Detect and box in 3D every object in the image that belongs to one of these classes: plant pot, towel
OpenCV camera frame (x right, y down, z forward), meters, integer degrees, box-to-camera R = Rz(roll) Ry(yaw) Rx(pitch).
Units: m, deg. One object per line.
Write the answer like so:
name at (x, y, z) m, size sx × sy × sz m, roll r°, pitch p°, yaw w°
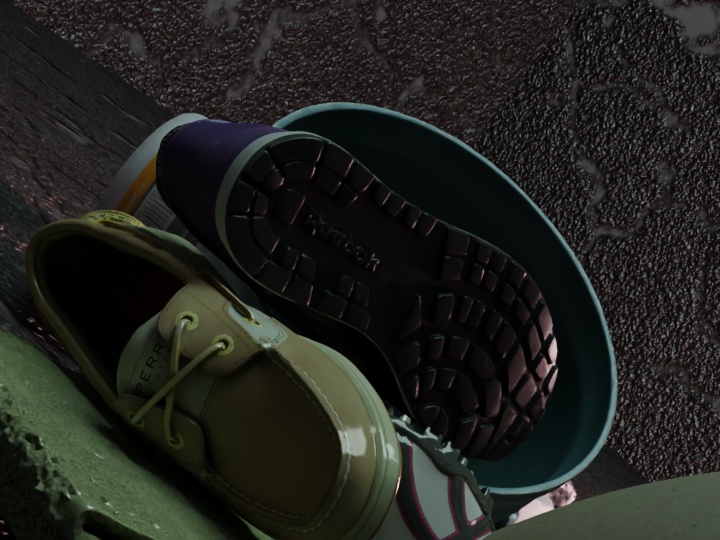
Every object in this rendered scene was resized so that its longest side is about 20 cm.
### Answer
plant pot at (-0.003, 0.045, 1.076) m, size 0.200 × 0.134 × 0.201 m, roll 23°, pitch 44°, yaw -24°
towel at (-0.087, 0.083, 0.863) m, size 0.148 × 0.037 × 0.200 m, roll 34°, pitch 5°, yaw -38°

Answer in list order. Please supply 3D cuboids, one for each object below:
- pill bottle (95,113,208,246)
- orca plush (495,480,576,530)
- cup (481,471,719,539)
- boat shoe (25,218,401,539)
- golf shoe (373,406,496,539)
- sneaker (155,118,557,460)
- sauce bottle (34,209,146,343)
pill bottle at (-0.065, 0.001, 1.523) m, size 0.200 × 0.117 × 0.116 m, roll 38°, pitch 3°, yaw 11°
orca plush at (0.064, 0.147, 1.208) m, size 0.071 × 0.106 × 0.200 m, roll 14°, pitch -7°, yaw 21°
cup at (0.101, 0.153, 0.808) m, size 0.142 × 0.201 × 0.200 m, roll 10°, pitch -8°, yaw 24°
boat shoe at (-0.062, 0.040, 0.876) m, size 0.066 × 0.074 × 0.200 m, roll 20°, pitch 10°, yaw -42°
golf shoe at (0.022, 0.123, 0.934) m, size 0.200 × 0.077 × 0.088 m, roll 37°, pitch 48°, yaw -9°
sneaker at (0.000, 0.000, 0.954) m, size 0.200 × 0.076 × 0.087 m, roll 43°, pitch -11°, yaw -36°
sauce bottle at (-0.135, 0.002, 1.257) m, size 0.066 × 0.066 × 0.200 m, roll 36°, pitch 1°, yaw -7°
